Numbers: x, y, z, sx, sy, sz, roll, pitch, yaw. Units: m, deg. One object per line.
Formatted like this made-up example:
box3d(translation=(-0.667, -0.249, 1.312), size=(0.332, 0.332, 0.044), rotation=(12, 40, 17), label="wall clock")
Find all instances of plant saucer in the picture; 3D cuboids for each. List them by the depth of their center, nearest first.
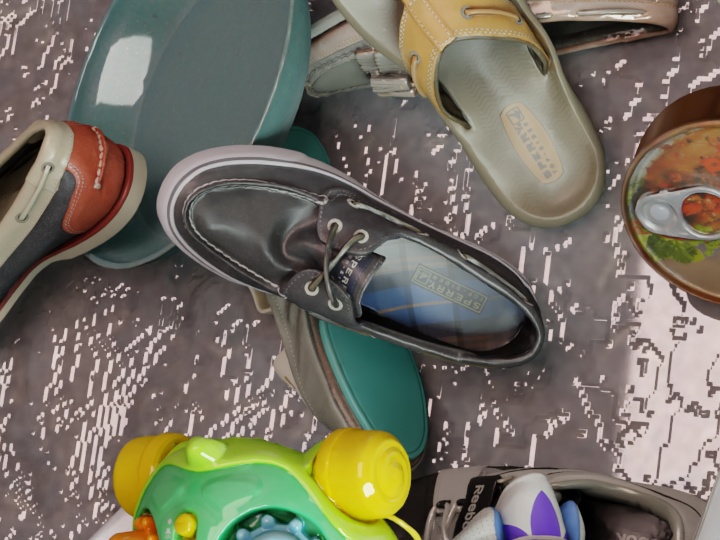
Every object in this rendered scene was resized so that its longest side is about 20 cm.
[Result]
box3d(translation=(-0.082, -0.090, 1.519), size=(0.200, 0.036, 0.201), rotation=(-32, 48, 43), label="plant saucer")

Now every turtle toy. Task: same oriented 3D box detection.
box3d(translation=(-0.034, 0.154, 1.274), size=(0.145, 0.201, 0.101), rotation=(-4, 33, 35), label="turtle toy")

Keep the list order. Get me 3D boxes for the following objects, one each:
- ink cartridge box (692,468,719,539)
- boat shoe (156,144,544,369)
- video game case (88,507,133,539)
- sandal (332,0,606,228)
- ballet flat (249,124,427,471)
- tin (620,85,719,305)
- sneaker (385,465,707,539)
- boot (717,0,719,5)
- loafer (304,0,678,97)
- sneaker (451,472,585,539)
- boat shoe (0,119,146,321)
box3d(translation=(0.241, 0.182, 1.268), size=(0.199, 0.176, 0.084), rotation=(14, 60, 22), label="ink cartridge box")
box3d(translation=(0.000, 0.000, 1.424), size=(0.199, 0.066, 0.070), rotation=(25, 99, -19), label="boat shoe")
box3d(translation=(-0.138, 0.178, 1.427), size=(0.200, 0.182, 0.024), rotation=(-45, 78, 5), label="video game case")
box3d(translation=(0.052, -0.101, 1.444), size=(0.080, 0.054, 0.200), rotation=(-33, 103, 12), label="sandal")
box3d(translation=(-0.022, 0.022, 1.499), size=(0.064, 0.067, 0.201), rotation=(-38, 62, 38), label="ballet flat")
box3d(translation=(0.221, -0.035, 1.387), size=(0.199, 0.112, 0.042), rotation=(0, 35, 21), label="tin")
box3d(translation=(0.075, 0.122, 1.412), size=(0.199, 0.088, 0.074), rotation=(-4, 75, 22), label="sneaker")
box3d(translation=(0.270, -0.120, 1.361), size=(0.199, 0.155, 0.072), rotation=(-6, 74, 20), label="boot")
box3d(translation=(0.061, -0.119, 1.494), size=(0.199, 0.072, 0.063), rotation=(-20, 77, 12), label="loafer")
box3d(translation=(0.079, 0.155, 1.285), size=(0.080, 0.200, 0.147), rotation=(4, 76, -22), label="sneaker")
box3d(translation=(-0.194, -0.017, 1.535), size=(0.200, 0.062, 0.071), rotation=(-32, 51, 37), label="boat shoe")
